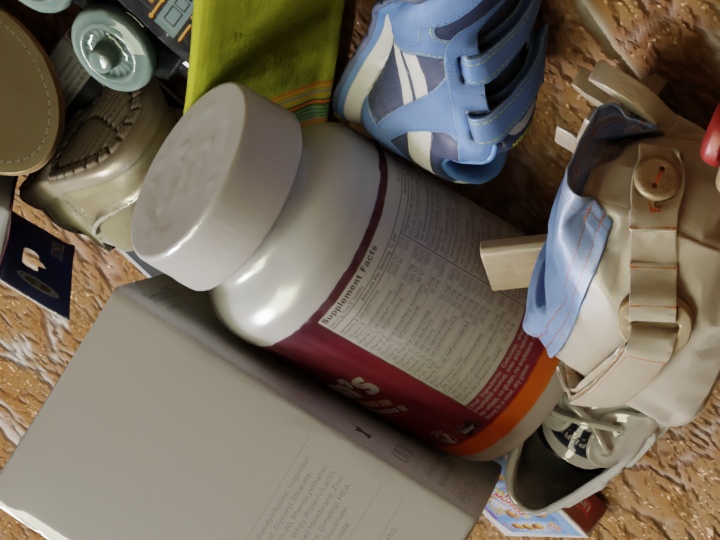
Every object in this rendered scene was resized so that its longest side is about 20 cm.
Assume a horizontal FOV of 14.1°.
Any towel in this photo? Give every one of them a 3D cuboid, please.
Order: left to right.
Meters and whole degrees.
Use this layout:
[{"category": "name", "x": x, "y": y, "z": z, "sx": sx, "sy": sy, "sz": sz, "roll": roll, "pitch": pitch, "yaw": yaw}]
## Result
[{"category": "towel", "x": -0.044, "y": -0.091, "z": 1.353, "sx": 0.018, "sy": 0.086, "sz": 0.200, "roll": 51, "pitch": 156, "yaw": 22}]

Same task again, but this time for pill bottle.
[{"category": "pill bottle", "x": 0.000, "y": 0.000, "z": 1.341, "sx": 0.199, "sy": 0.110, "sz": 0.109, "roll": 30, "pitch": 158, "yaw": -25}]

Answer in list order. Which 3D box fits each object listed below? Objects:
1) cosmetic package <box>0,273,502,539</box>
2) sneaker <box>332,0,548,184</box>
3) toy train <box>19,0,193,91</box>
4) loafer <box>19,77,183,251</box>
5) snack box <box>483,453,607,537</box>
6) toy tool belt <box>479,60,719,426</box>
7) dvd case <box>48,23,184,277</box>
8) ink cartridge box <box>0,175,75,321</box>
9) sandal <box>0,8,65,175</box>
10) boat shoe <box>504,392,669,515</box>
[{"category": "cosmetic package", "x": -0.048, "y": 0.101, "z": 1.404, "sx": 0.199, "sy": 0.123, "sz": 0.199, "roll": 31, "pitch": -175, "yaw": 3}, {"category": "sneaker", "x": 0.048, "y": -0.098, "z": 1.247, "sx": 0.082, "sy": 0.074, "sz": 0.200, "roll": 41, "pitch": 161, "yaw": 6}, {"category": "toy train", "x": -0.123, "y": -0.172, "z": 1.351, "sx": 0.200, "sy": 0.085, "sz": 0.114, "roll": 44, "pitch": 140, "yaw": -1}, {"category": "loafer", "x": -0.117, "y": -0.051, "z": 1.461, "sx": 0.068, "sy": 0.076, "sz": 0.200, "roll": 35, "pitch": 170, "yaw": -12}, {"category": "snack box", "x": 0.042, "y": 0.071, "z": 1.515, "sx": 0.200, "sy": 0.024, "sz": 0.072, "roll": 46, "pitch": 152, "yaw": -25}, {"category": "toy tool belt", "x": 0.114, "y": -0.025, "z": 1.217, "sx": 0.122, "sy": 0.125, "sz": 0.200, "roll": 26, "pitch": 149, "yaw": 10}, {"category": "dvd case", "x": -0.100, "y": -0.037, "z": 1.566, "sx": 0.200, "sy": 0.025, "sz": 0.150, "roll": 43, "pitch": 152, "yaw": -3}, {"category": "ink cartridge box", "x": -0.230, "y": -0.058, "z": 1.555, "sx": 0.199, "sy": 0.043, "sz": 0.196, "roll": 30, "pitch": -173, "yaw": -11}, {"category": "sandal", "x": -0.214, "y": -0.107, "z": 1.506, "sx": 0.211, "sy": 0.078, "sz": 0.070, "roll": 29, "pitch": -178, "yaw": 28}, {"category": "boat shoe", "x": 0.118, "y": 0.066, "z": 1.396, "sx": 0.073, "sy": 0.065, "sz": 0.200, "roll": 36, "pitch": 152, "yaw": 10}]
